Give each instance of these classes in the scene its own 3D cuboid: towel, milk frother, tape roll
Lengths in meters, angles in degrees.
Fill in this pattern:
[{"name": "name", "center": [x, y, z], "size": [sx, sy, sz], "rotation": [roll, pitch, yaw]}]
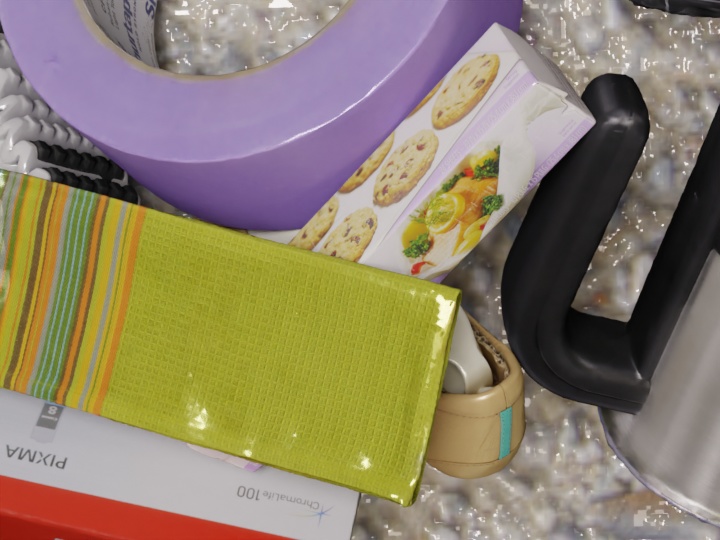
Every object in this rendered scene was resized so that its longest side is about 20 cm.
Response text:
[{"name": "towel", "center": [-0.065, 0.023, 0.668], "size": [0.199, 0.018, 0.086], "rotation": [15, 103, 16]}, {"name": "milk frother", "center": [0.162, -0.032, 0.743], "size": [0.180, 0.200, 0.188], "rotation": [22, 126, 6]}, {"name": "tape roll", "center": [-0.040, -0.123, 0.716], "size": [0.199, 0.085, 0.201], "rotation": [-6, 70, 17]}]

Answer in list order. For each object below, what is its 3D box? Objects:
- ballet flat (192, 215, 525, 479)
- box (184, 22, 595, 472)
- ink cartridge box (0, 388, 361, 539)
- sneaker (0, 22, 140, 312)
[{"name": "ballet flat", "center": [0.000, 0.000, 0.743], "size": [0.069, 0.063, 0.200], "rotation": [-34, 64, -27]}, {"name": "box", "center": [0.004, -0.005, 0.678], "size": [0.039, 0.041, 0.200], "rotation": [28, 115, -40]}, {"name": "ink cartridge box", "center": [-0.078, 0.082, 0.718], "size": [0.160, 0.200, 0.047], "rotation": [13, 98, 0]}, {"name": "sneaker", "center": [-0.158, -0.047, 0.755], "size": [0.081, 0.075, 0.200], "rotation": [-43, 63, 14]}]
